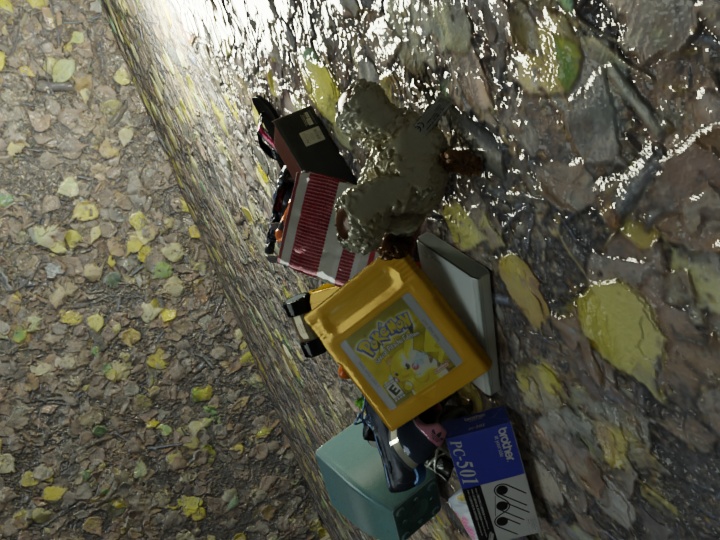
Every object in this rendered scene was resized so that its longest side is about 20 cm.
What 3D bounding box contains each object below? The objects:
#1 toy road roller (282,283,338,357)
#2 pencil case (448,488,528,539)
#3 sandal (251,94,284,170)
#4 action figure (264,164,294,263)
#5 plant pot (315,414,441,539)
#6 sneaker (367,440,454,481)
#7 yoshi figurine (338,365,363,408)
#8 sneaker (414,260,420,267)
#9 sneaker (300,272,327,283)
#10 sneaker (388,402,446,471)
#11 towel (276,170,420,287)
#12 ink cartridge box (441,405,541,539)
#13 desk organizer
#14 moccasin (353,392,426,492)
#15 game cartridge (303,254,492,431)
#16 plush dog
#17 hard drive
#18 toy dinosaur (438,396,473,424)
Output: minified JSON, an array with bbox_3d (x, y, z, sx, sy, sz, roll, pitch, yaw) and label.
[{"bbox_3d":[-0.040,0.075,1.266,0.200,0.146,0.123,-15,103,33],"label":"toy road roller"},{"bbox_3d":[0.224,0.429,1.037,0.200,0.083,0.091,57,162,21],"label":"pencil case"},{"bbox_3d":[-0.168,-0.241,1.257,0.075,0.045,0.200,9,123,68],"label":"sandal"},{"bbox_3d":[-0.118,-0.087,1.179,0.194,0.104,0.200,-82,9,-54],"label":"action figure"},{"bbox_3d":[0.057,0.436,1.344,0.200,0.196,0.197,32,144,44],"label":"plant pot"},{"bbox_3d":[0.106,0.303,1.123,0.115,0.076,0.200,24,177,45],"label":"sneaker"},{"bbox_3d":[0.029,0.208,1.235,0.200,0.112,0.113,34,139,51],"label":"yoshi figurine"},{"bbox_3d":[0.011,-0.055,0.956,0.200,0.084,0.075,53,153,13],"label":"sneaker"},{"bbox_3d":[-0.019,-0.016,1.007,0.199,0.078,0.080,13,124,20],"label":"sneaker"},{"bbox_3d":[0.083,0.204,0.959,0.070,0.082,0.200,43,-165,-23],"label":"sneaker"},{"bbox_3d":[-0.017,-0.048,0.901,0.200,0.023,0.144,19,101,24],"label":"towel"},{"bbox_3d":[0.189,0.297,0.931,0.044,0.094,0.200,-90,-18,-69],"label":"ink cartridge box"},{"bbox_3d":[-0.068,-0.159,1.065,0.200,0.072,0.077,60,163,11],"label":"desk organizer"},{"bbox_3d":[0.029,0.245,1.006,0.080,0.068,0.200,38,-158,-51],"label":"moccasin"},{"bbox_3d":[0.045,0.092,0.862,0.200,0.176,0.032,51,-156,0],"label":"game cartridge"},{"bbox_3d":[0.048,-0.106,0.768,0.172,0.160,0.201,105,164,-80],"label":"plush dog"},{"bbox_3d":[0.134,0.060,0.884,0.132,0.026,0.200,40,151,50],"label":"hard drive"},{"bbox_3d":[0.122,0.238,1.028,0.077,0.102,0.200,67,162,-11],"label":"toy dinosaur"}]
